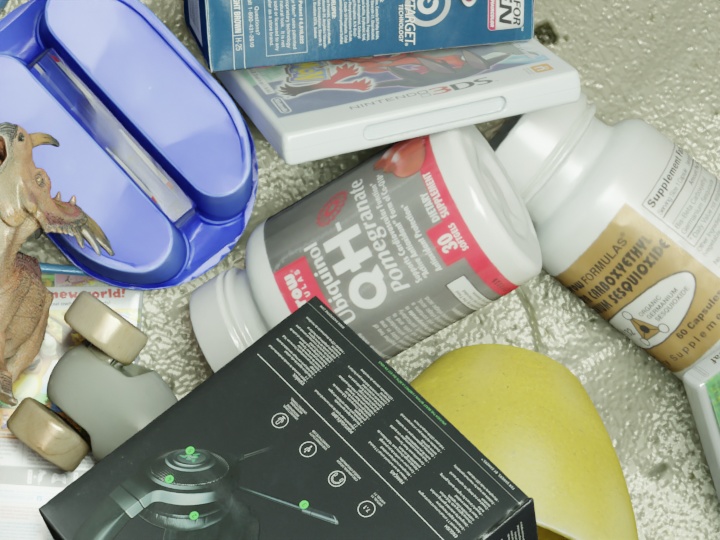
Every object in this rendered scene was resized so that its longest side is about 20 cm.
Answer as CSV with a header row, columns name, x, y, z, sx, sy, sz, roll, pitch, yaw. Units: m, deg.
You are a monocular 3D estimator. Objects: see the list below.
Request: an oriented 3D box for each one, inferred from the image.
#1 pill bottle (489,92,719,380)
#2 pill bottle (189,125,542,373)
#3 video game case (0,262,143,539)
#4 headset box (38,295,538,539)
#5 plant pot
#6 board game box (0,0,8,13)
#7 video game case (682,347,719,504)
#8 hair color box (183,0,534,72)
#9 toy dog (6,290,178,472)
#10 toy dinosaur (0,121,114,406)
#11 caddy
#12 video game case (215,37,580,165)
name,x,y,z,sx,sy,sz,roll,pitch,yaw
pill bottle,0.171,-0.030,1.187,0.199,0.114,0.115,38,76,-4
pill bottle,0.000,0.000,1.121,0.199,0.111,0.111,-30,88,16
video game case,-0.210,0.095,1.140,0.141,0.018,0.203,5,81,-10
headset box,-0.039,0.144,0.943,0.199,0.093,0.174,-38,57,-18
plant pot,0.079,0.131,1.122,0.198,0.200,0.143,20,54,-8
board game box,-0.205,-0.224,1.096,0.043,0.200,0.200,30,77,-6
video game case,0.299,0.093,1.185,0.181,0.022,0.201,-34,125,-15
hair color box,-0.003,-0.170,1.123,0.198,0.100,0.061,-7,116,-11
toy dog,-0.111,0.104,1.086,0.131,0.096,0.201,-36,80,3
toy dinosaur,-0.200,0.015,1.050,0.085,0.200,0.136,31,63,-3
caddy,-0.151,-0.082,1.134,0.141,0.105,0.200,-43,92,-7
video game case,0.013,-0.125,1.136,0.180,0.200,0.023,-13,116,-14
